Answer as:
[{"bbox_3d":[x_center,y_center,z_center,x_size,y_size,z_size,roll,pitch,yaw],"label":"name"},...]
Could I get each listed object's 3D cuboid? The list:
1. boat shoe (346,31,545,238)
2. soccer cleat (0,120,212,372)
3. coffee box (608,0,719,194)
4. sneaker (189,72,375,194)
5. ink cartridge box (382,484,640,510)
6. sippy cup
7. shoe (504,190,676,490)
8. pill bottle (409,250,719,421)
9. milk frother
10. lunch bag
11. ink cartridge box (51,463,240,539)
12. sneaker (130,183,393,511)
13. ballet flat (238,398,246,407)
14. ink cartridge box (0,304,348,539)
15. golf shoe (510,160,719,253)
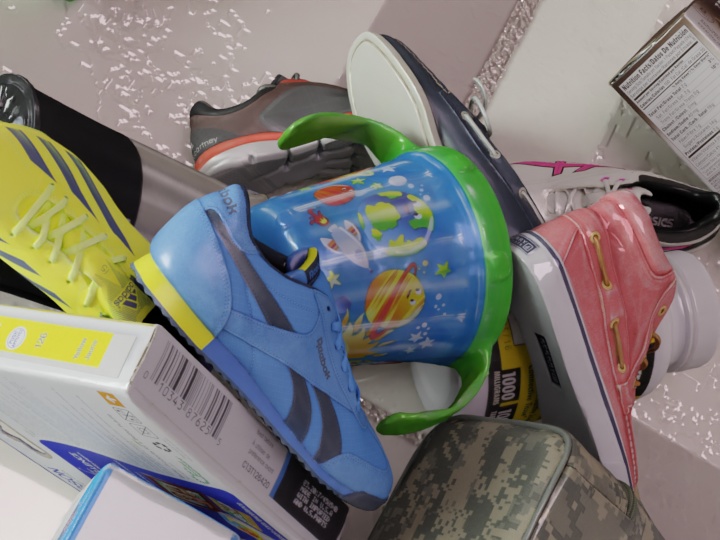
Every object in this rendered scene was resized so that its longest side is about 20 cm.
[{"bbox_3d":[0.060,-0.074,0.790,0.062,0.075,0.201,-21,67,-33],"label":"boat shoe"},{"bbox_3d":[-0.140,-0.006,0.622,0.065,0.200,0.084,-44,44,0],"label":"soccer cleat"},{"bbox_3d":[0.293,-0.109,0.918,0.200,0.080,0.113,47,34,2],"label":"coffee box"},{"bbox_3d":[-0.028,-0.112,0.864,0.199,0.077,0.082,-12,67,-21],"label":"sneaker"},{"bbox_3d":[0.113,0.235,0.797,0.164,0.075,0.201,-6,76,-15],"label":"ink cartridge box"},{"bbox_3d":[0.000,0.000,0.722,0.130,0.140,0.178,-11,35,-29],"label":"sippy cup"},{"bbox_3d":[0.155,0.053,0.748,0.091,0.071,0.201,-27,112,-15],"label":"shoe"},{"bbox_3d":[0.140,0.042,0.840,0.199,0.112,0.113,-9,77,-16],"label":"pill bottle"},{"bbox_3d":[-0.187,-0.039,0.776,0.188,0.180,0.201,26,32,-42],"label":"milk frother"},{"bbox_3d":[0.087,0.206,0.687,0.168,0.139,0.201,41,66,-26],"label":"lunch bag"},{"bbox_3d":[-0.150,0.199,0.673,0.084,0.200,0.147,29,69,-7],"label":"ink cartridge box"},{"bbox_3d":[-0.029,0.043,0.630,0.078,0.066,0.200,-40,114,-3],"label":"sneaker"},{"bbox_3d":[-0.071,0.171,0.764,0.071,0.072,0.200,-15,50,-18],"label":"ballet flat"},{"bbox_3d":[-0.133,0.086,0.669,0.198,0.199,0.047,51,57,-45],"label":"ink cartridge box"},{"bbox_3d":[0.168,-0.050,0.886,0.199,0.092,0.073,3,75,-12],"label":"golf shoe"}]
